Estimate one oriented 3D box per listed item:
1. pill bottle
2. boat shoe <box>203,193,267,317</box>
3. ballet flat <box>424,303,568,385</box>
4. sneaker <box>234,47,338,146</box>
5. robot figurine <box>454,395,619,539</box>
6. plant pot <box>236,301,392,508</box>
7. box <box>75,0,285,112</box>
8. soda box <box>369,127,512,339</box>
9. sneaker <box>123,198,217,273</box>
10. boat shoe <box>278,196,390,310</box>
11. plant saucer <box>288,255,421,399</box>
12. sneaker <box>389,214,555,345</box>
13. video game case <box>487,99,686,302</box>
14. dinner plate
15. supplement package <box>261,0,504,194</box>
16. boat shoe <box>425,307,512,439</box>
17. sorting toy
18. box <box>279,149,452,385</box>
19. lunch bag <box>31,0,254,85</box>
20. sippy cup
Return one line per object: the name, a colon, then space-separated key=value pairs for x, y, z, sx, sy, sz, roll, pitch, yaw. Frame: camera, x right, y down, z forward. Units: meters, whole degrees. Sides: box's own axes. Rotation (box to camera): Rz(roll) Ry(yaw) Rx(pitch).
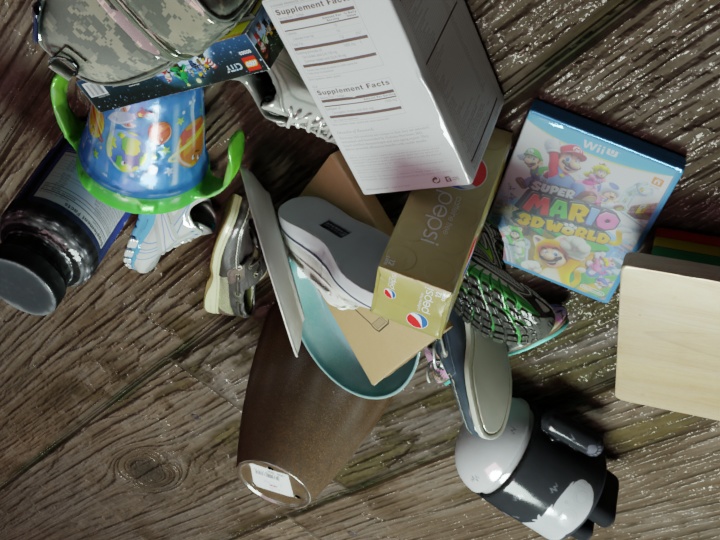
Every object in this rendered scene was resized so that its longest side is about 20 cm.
pill bottle: x=-0.311 y=-0.056 z=1.176 sx=0.110 sy=0.202 sz=0.113 roll=15 pitch=143 yaw=12
boat shoe: x=-0.134 y=-0.013 z=1.241 sx=0.064 sy=0.074 sz=0.201 roll=16 pitch=149 yaw=-3
ballet flat: x=0.131 y=0.064 z=1.182 sx=0.072 sy=0.069 sz=0.199 roll=54 pitch=139 yaw=-4
sneaker: x=-0.047 y=-0.153 z=1.008 sx=0.199 sy=0.082 sz=0.075 roll=36 pitch=140 yaw=-16
robot figurine: x=0.203 y=0.227 z=1.282 sx=0.198 sy=0.151 sz=0.125 roll=32 pitch=-175 yaw=-10
plant pot: x=-0.065 y=0.165 z=1.297 sx=0.184 sy=0.202 sz=0.188 roll=16 pitch=142 yaw=13
box: x=-0.135 y=-0.208 z=0.944 sx=0.198 sy=0.138 sz=0.038 roll=-6 pitch=134 yaw=36
soda box: x=0.072 y=-0.044 z=0.965 sx=0.067 sy=0.201 sz=0.064 roll=19 pitch=141 yaw=7
sneaker: x=-0.206 y=-0.050 z=1.234 sx=0.086 sy=0.076 sz=0.201 roll=23 pitch=144 yaw=-7
boat shoe: x=-0.012 y=0.000 z=1.037 sx=0.199 sy=0.070 sz=0.071 roll=34 pitch=139 yaw=44
plant saucer: x=0.000 y=0.036 z=1.185 sx=0.198 sy=0.036 sz=0.203 roll=21 pitch=121 yaw=39
sneaker: x=0.111 y=-0.009 z=1.029 sx=0.200 sy=0.085 sz=0.079 roll=44 pitch=159 yaw=36
video game case: x=0.197 y=-0.058 z=1.028 sx=0.141 sy=0.018 sz=0.201 roll=22 pitch=143 yaw=6
dinner plate: x=-0.085 y=-0.012 z=1.127 sx=0.024 sy=0.202 sz=0.202 roll=-15 pitch=136 yaw=-2
supplement package: x=0.025 y=-0.177 z=0.907 sx=0.108 sy=0.115 sz=0.201 roll=-3 pitch=133 yaw=32
boat shoe: x=0.101 y=0.069 z=1.116 sx=0.061 sy=0.074 sz=0.204 roll=-14 pitch=87 yaw=39
sorting toy: x=0.344 y=0.054 z=1.033 sx=0.197 sy=0.070 sz=0.200 roll=10 pitch=141 yaw=19
box: x=0.000 y=0.000 z=1.106 sx=0.202 sy=0.021 sz=0.163 roll=60 pitch=149 yaw=9
lunch bag: x=-0.154 y=-0.245 z=0.860 sx=0.139 sy=0.202 sz=0.167 roll=42 pitch=139 yaw=-20
sippy cup: x=-0.206 y=-0.148 z=1.076 sx=0.175 sy=0.141 sz=0.132 roll=-3 pitch=136 yaw=-19
